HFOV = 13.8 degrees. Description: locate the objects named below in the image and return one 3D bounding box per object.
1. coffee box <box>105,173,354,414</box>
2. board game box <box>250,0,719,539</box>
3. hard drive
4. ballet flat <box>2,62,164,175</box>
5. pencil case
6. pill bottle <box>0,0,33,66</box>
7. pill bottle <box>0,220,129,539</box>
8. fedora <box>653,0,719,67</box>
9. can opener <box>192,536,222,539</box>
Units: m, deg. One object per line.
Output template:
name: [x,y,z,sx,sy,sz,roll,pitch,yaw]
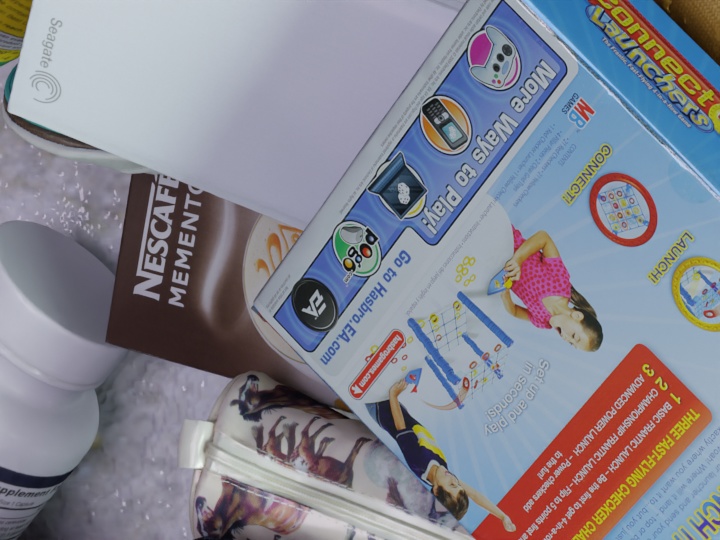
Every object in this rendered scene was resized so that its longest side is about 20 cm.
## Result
coffee box: [0.000,0.000,1.288,0.199,0.080,0.115,14,101,24]
board game box: [0.082,0.013,1.078,0.196,0.056,0.200,46,133,9]
hard drive: [-0.030,-0.077,1.145,0.199,0.027,0.132,22,133,1]
ballet flat: [-0.052,-0.066,1.229,0.199,0.069,0.070,-7,93,23]
pencil case: [0.023,0.106,1.219,0.199,0.089,0.078,19,77,16]
pill bottle: [-0.113,-0.163,1.197,0.200,0.113,0.113,-24,85,37]
pill bottle: [-0.191,0.076,1.371,0.111,0.111,0.200,46,112,14]
fedora: [0.132,-0.044,1.136,0.200,0.082,0.201,29,127,47]
can opener: [0.013,0.151,1.175,0.199,0.079,0.064,12,99,20]
